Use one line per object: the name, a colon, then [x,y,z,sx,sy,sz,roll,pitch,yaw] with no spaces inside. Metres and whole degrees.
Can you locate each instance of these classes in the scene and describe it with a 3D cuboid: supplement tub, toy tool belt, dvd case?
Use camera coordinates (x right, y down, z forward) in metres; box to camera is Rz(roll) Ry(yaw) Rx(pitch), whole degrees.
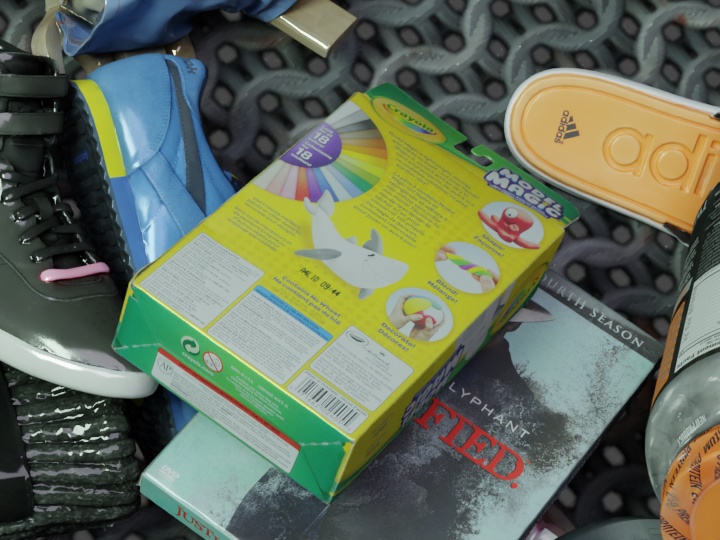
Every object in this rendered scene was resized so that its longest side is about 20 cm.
supplement tub: [0.190,0.046,1.090,0.122,0.123,0.200,24,41,-2]
toy tool belt: [-0.100,-0.135,1.153,0.200,0.125,0.123,-19,80,-34]
dvd case: [0.021,0.064,1.099,0.146,0.022,0.200,35,59,13]

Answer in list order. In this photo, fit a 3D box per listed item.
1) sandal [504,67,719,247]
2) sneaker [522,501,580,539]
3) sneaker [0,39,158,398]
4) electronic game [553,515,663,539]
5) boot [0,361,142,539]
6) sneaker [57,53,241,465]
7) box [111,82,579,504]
sandal: [0.167,-0.040,1.198,0.207,0.059,0.079,14,101,-1]
sneaker: [0.061,0.073,1.145,0.200,0.076,0.116,29,66,0]
sneaker: [-0.145,-0.033,1.078,0.200,0.099,0.071,41,26,29]
electronic game: [0.112,0.205,1.088,0.200,0.042,0.200,-3,96,-34]
boot: [-0.198,0.036,1.104,0.158,0.079,0.211,-21,78,-17]
sneaker: [-0.076,0.002,1.128,0.078,0.066,0.200,-14,93,-26]
box: [0.000,0.000,1.077,0.117,0.048,0.200,35,47,13]
